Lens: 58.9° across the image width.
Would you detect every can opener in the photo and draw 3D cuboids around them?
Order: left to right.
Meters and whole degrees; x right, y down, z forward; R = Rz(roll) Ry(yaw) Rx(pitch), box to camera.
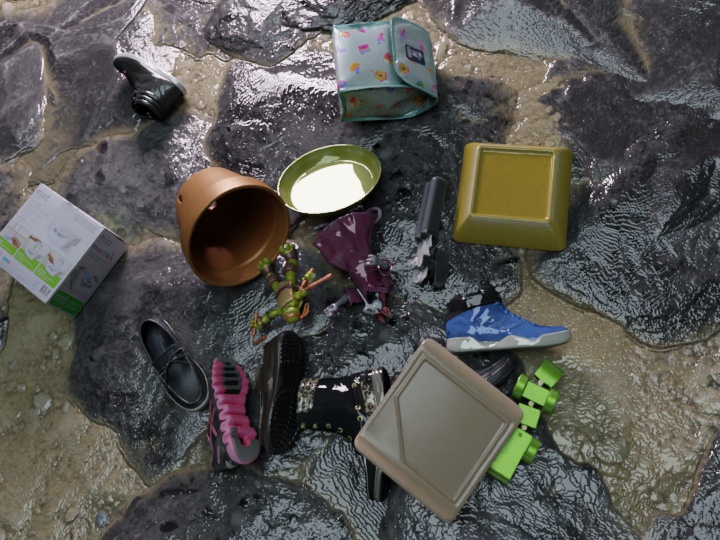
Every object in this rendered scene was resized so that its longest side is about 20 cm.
[{"bbox_3d":[0.127,-0.066,1.133,0.065,0.053,0.204,15,71,-19],"label":"can opener"}]

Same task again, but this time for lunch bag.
[{"bbox_3d":[0.049,-0.388,1.232,0.196,0.122,0.174,-5,65,1],"label":"lunch bag"}]

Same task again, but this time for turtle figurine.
[{"bbox_3d":[-0.122,0.032,1.113,0.200,0.064,0.163,-42,44,23],"label":"turtle figurine"}]

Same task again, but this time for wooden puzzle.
[{"bbox_3d":[0.116,0.235,0.953,0.184,0.037,0.201,36,82,7],"label":"wooden puzzle"}]

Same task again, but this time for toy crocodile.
[{"bbox_3d":[0.254,0.230,0.982,0.067,0.062,0.203,23,80,19],"label":"toy crocodile"}]

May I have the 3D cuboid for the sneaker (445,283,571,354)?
[{"bbox_3d":[0.235,0.073,1.032,0.196,0.077,0.114,-6,77,17],"label":"sneaker"}]

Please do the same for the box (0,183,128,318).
[{"bbox_3d":[-0.593,-0.042,1.246,0.198,0.097,0.178,29,77,21],"label":"box"}]

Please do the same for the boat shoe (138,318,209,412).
[{"bbox_3d":[-0.334,0.165,1.129,0.074,0.062,0.201,-36,67,-6],"label":"boat shoe"}]

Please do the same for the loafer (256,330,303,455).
[{"bbox_3d":[-0.138,0.206,1.076,0.070,0.072,0.204,-14,63,44],"label":"loafer"}]

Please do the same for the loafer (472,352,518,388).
[{"bbox_3d":[0.158,0.186,1.010,0.199,0.068,0.071,-35,74,1],"label":"loafer"}]

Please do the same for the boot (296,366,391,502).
[{"bbox_3d":[-0.025,0.262,1.023,0.151,0.074,0.208,-6,68,15],"label":"boot"}]

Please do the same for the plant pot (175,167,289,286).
[{"bbox_3d":[-0.246,-0.093,1.151,0.200,0.201,0.140,-43,50,-7],"label":"plant pot"}]

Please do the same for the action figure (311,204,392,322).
[{"bbox_3d":[0.000,0.000,1.119,0.133,0.148,0.203,-30,83,27],"label":"action figure"}]

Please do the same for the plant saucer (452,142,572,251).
[{"bbox_3d":[0.269,-0.144,1.127,0.196,0.049,0.204,6,70,14],"label":"plant saucer"}]

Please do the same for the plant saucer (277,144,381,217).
[{"bbox_3d":[-0.056,-0.162,1.182,0.196,0.031,0.202,-9,45,8],"label":"plant saucer"}]

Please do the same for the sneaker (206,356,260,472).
[{"bbox_3d":[-0.233,0.243,1.075,0.095,0.078,0.202,-42,48,30],"label":"sneaker"}]

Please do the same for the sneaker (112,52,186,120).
[{"bbox_3d":[-0.478,-0.394,1.372,0.198,0.071,0.100,29,72,16],"label":"sneaker"}]
